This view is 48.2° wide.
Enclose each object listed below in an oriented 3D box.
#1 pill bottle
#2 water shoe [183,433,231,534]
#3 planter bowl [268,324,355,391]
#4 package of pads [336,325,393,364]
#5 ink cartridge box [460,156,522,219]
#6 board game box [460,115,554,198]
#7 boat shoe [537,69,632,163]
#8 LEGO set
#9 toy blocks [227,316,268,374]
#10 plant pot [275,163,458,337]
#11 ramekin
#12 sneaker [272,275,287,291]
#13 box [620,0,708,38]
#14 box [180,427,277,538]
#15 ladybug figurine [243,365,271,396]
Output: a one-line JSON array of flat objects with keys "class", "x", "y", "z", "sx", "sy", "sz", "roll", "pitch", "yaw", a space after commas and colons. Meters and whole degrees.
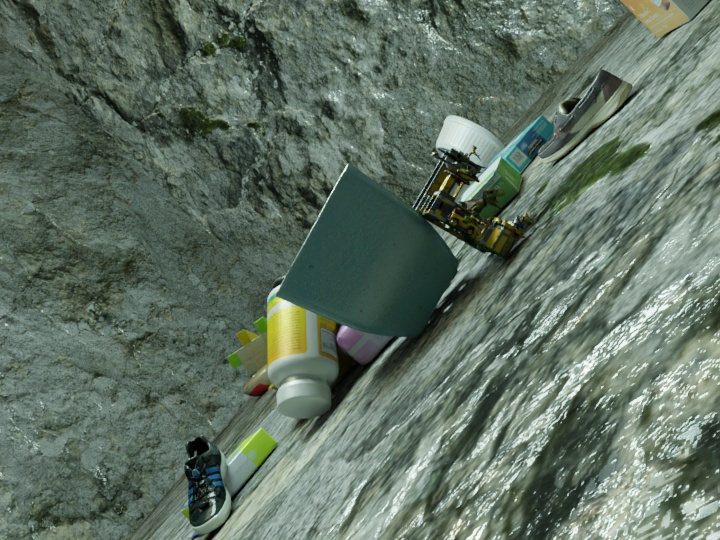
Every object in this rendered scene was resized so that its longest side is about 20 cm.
[{"class": "pill bottle", "x": -0.092, "y": 0.126, "z": 1.280, "sx": 0.113, "sy": 0.113, "sz": 0.200, "roll": -45, "pitch": 41, "yaw": 45}, {"class": "water shoe", "x": -0.260, "y": 0.343, "z": 1.301, "sx": 0.071, "sy": 0.079, "sz": 0.200, "roll": -32, "pitch": 24, "yaw": 1}, {"class": "planter bowl", "x": -0.067, "y": 0.165, "z": 1.443, "sx": 0.200, "sy": 0.083, "sz": 0.200, "roll": -47, "pitch": 1, "yaw": 1}, {"class": "package of pads", "x": 0.050, "y": 0.055, "z": 1.300, "sx": 0.200, "sy": 0.076, "sz": 0.121, "roll": -46, "pitch": 5, "yaw": 10}, {"class": "ink cartridge box", "x": 0.232, "y": -0.135, "z": 1.451, "sx": 0.104, "sy": 0.059, "sz": 0.200, "roll": -46, "pitch": 2, "yaw": 21}, {"class": "board game box", "x": 0.315, "y": -0.227, "z": 1.719, "sx": 0.151, "sy": 0.047, "sz": 0.200, "roll": -48, "pitch": 2, "yaw": -27}, {"class": "boat shoe", "x": 0.337, "y": -0.241, "z": 1.257, "sx": 0.072, "sy": 0.065, "sz": 0.200, "roll": -50, "pitch": 3, "yaw": -33}, {"class": "LEGO set", "x": 0.153, "y": -0.099, "z": 1.060, "sx": 0.116, "sy": 0.154, "sz": 0.200, "roll": -60, "pitch": -3, "yaw": 3}, {"class": "toy blocks", "x": -0.134, "y": 0.116, "z": 1.491, "sx": 0.200, "sy": 0.100, "sz": 0.137, "roll": -33, "pitch": 0, "yaw": 33}, {"class": "plant pot", "x": 0.020, "y": -0.007, "z": 1.122, "sx": 0.196, "sy": 0.200, "sz": 0.196, "roll": -61, "pitch": 3, "yaw": 1}, {"class": "ramekin", "x": 0.306, "y": -0.345, "z": 2.281, "sx": 0.094, "sy": 0.202, "sz": 0.202, "roll": -59, "pitch": 3, "yaw": -3}, {"class": "sneaker", "x": -0.051, "y": 0.018, "z": 1.410, "sx": 0.200, "sy": 0.076, "sz": 0.115, "roll": -4, "pitch": 24, "yaw": 35}, {"class": "box", "x": 0.497, "y": -0.513, "z": 1.360, "sx": 0.106, "sy": 0.200, "sz": 0.152, "roll": -46, "pitch": 1, "yaw": 5}, {"class": "box", "x": -0.239, "y": 0.376, "z": 1.424, "sx": 0.200, "sy": 0.048, "sz": 0.122, "roll": -47, "pitch": 2, "yaw": -33}, {"class": "ladybug figurine", "x": -0.365, "y": 0.411, "z": 2.988, "sx": 0.200, "sy": 0.072, "sz": 0.136, "roll": -44, "pitch": 4, "yaw": 47}]
